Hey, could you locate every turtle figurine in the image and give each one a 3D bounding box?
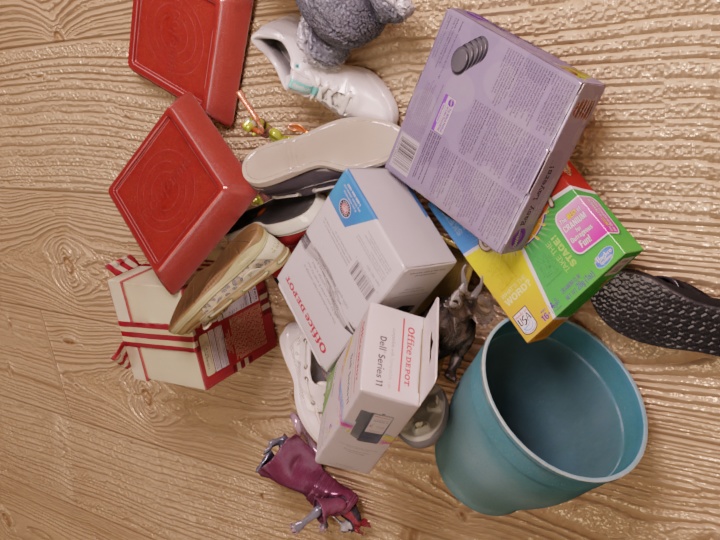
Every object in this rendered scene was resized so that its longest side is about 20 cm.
[{"bbox_3d":[-0.107,-0.147,1.057,0.200,0.064,0.161,39,143,-22],"label":"turtle figurine"}]

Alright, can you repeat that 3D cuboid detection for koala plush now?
[{"bbox_3d":[-0.042,-0.325,0.875,0.177,0.184,0.200,-19,110,42],"label":"koala plush"}]

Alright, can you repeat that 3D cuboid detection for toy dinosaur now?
[{"bbox_3d":[0.098,0.066,0.928,0.077,0.102,0.200,35,170,-5],"label":"toy dinosaur"}]

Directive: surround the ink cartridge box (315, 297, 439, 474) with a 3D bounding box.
[{"bbox_3d":[0.016,0.118,0.865,0.067,0.117,0.200,17,136,-11],"label":"ink cartridge box"}]

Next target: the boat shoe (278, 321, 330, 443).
[{"bbox_3d":[-0.054,0.166,1.166,0.069,0.071,0.200,-14,100,43],"label":"boat shoe"}]

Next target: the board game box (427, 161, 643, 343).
[{"bbox_3d":[0.178,-0.048,0.866,0.200,0.040,0.153,56,129,23],"label":"board game box"}]

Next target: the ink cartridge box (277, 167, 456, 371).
[{"bbox_3d":[0.000,0.000,0.948,0.200,0.084,0.145,-53,56,40],"label":"ink cartridge box"}]

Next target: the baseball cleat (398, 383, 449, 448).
[{"bbox_3d":[0.070,0.167,0.957,0.070,0.200,0.107,-16,113,2],"label":"baseball cleat"}]

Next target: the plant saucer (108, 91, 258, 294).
[{"bbox_3d":[-0.250,-0.105,1.074,0.200,0.037,0.200,-46,63,22],"label":"plant saucer"}]

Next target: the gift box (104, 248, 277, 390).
[{"bbox_3d":[-0.264,0.062,1.200,0.187,0.200,0.185,3,107,38],"label":"gift box"}]

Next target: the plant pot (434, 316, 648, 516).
[{"bbox_3d":[0.184,0.182,0.919,0.200,0.200,0.188,44,138,12],"label":"plant pot"}]

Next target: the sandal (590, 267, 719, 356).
[{"bbox_3d":[0.334,0.045,0.833,0.200,0.048,0.075,18,120,16],"label":"sandal"}]

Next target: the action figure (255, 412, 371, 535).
[{"bbox_3d":[-0.062,0.332,1.256,0.200,0.134,0.149,33,85,6],"label":"action figure"}]

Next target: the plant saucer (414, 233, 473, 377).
[{"bbox_3d":[0.048,0.012,1.031,0.200,0.048,0.200,30,126,24],"label":"plant saucer"}]

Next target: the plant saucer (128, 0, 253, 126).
[{"bbox_3d":[-0.243,-0.320,1.098,0.200,0.037,0.200,32,127,21],"label":"plant saucer"}]

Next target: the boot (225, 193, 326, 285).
[{"bbox_3d":[-0.075,-0.030,1.069,0.144,0.072,0.200,47,148,-22],"label":"boot"}]

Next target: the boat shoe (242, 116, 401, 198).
[{"bbox_3d":[-0.038,-0.129,0.966,0.200,0.063,0.073,-11,64,10],"label":"boat shoe"}]

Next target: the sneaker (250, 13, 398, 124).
[{"bbox_3d":[-0.048,-0.222,0.966,0.200,0.088,0.075,41,129,9],"label":"sneaker"}]

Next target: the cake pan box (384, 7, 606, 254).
[{"bbox_3d":[0.128,-0.141,0.839,0.184,0.052,0.200,41,122,35],"label":"cake pan box"}]

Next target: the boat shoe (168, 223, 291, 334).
[{"bbox_3d":[-0.172,0.025,1.033,0.063,0.073,0.200,35,121,-26],"label":"boat shoe"}]
